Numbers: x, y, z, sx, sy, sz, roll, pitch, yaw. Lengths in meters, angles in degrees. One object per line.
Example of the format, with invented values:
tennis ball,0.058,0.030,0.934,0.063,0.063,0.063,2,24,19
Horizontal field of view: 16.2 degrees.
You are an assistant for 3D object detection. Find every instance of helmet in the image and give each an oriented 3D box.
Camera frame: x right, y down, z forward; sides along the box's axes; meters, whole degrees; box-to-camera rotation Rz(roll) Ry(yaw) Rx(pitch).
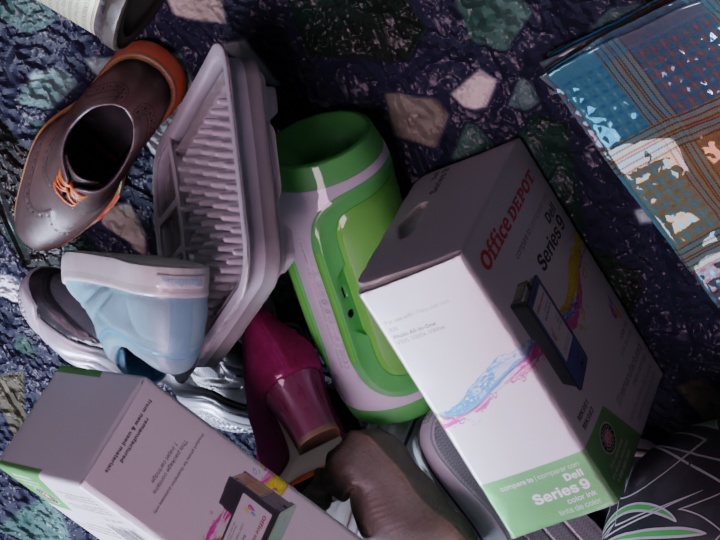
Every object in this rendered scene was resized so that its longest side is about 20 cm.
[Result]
helmet,0.243,0.183,1.579,0.190,0.201,0.200,14,138,-29

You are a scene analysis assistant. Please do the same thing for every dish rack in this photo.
dish rack,-0.087,-0.034,1.611,0.043,0.173,0.200,1,158,-18

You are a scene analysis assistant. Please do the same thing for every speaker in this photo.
speaker,0.000,0.000,1.650,0.088,0.089,0.201,-3,122,27

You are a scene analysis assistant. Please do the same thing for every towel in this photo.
towel,0.219,-0.077,1.534,0.146,0.022,0.200,-26,110,37

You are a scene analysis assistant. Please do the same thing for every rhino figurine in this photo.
rhino figurine,0.044,0.183,1.643,0.200,0.060,0.088,46,142,22

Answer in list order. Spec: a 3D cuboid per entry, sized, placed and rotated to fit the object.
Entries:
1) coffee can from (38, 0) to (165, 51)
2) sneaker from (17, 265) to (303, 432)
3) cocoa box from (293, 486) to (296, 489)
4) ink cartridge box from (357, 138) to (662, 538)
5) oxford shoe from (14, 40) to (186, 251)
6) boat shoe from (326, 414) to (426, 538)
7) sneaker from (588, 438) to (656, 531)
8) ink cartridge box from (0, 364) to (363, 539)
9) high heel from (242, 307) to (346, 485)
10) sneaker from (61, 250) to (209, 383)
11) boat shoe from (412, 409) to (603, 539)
coffee can,-0.195,-0.246,1.523,0.199,0.147,0.147,31,131,2
sneaker,-0.134,0.026,1.743,0.199,0.076,0.114,26,130,-2
cocoa box,-0.046,0.281,1.835,0.200,0.134,0.131,45,140,-10
ink cartridge box,0.097,0.041,1.593,0.087,0.146,0.201,-22,111,31
oxford shoe,-0.191,-0.072,1.696,0.071,0.073,0.200,35,131,-3
boat shoe,0.007,0.174,1.755,0.065,0.073,0.201,26,97,23
sneaker,0.191,0.208,1.705,0.078,0.080,0.201,-10,126,0
ink cartridge box,-0.115,0.153,1.639,0.200,0.084,0.145,39,163,-24
high heel,-0.051,0.089,1.722,0.097,0.067,0.200,63,164,13
sneaker,-0.151,0.030,1.620,0.073,0.200,0.083,4,91,-18
boat shoe,0.108,0.172,1.673,0.201,0.073,0.067,57,160,5
